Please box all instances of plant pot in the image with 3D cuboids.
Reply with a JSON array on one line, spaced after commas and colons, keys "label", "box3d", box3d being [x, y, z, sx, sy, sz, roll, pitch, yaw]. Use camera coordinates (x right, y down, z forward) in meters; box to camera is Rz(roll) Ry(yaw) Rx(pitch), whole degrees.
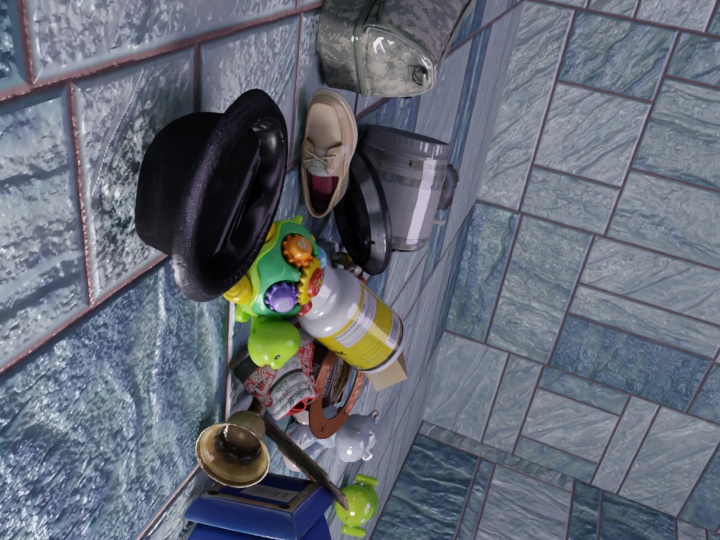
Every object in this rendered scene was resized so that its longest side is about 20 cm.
[{"label": "plant pot", "box3d": [-0.147, 0.404, 0.962, 0.200, 0.198, 0.182, 6, 90, -75]}]

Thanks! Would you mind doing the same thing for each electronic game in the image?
[{"label": "electronic game", "box3d": [0.001, -0.091, 1.026, 0.200, 0.041, 0.202, 166, -90, -73]}]

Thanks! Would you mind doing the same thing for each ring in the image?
[{"label": "ring", "box3d": [-0.039, 0.189, 1.130, 0.200, 0.019, 0.202, -44, 142, -48]}]

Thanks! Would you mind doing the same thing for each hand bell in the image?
[{"label": "hand bell", "box3d": [-0.157, 0.208, 0.968, 0.200, 0.103, 0.105, -70, 172, -66]}]

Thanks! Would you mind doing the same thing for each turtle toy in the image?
[{"label": "turtle toy", "box3d": [-0.106, 0.025, 0.859, 0.146, 0.100, 0.202, 29, 79, -75]}]

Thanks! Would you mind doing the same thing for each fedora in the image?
[{"label": "fedora", "box3d": [-0.145, -0.076, 0.613, 0.200, 0.091, 0.202, 18, 90, -76]}]

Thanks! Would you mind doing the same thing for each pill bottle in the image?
[{"label": "pill bottle", "box3d": [-0.025, 0.066, 0.998, 0.200, 0.111, 0.112, 43, 62, -40]}]

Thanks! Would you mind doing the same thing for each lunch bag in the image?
[{"label": "lunch bag", "box3d": [0.054, -0.336, 0.897, 0.140, 0.166, 0.201, 85, 26, -57]}]

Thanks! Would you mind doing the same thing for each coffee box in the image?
[{"label": "coffee box", "box3d": [-0.075, 0.184, 1.204, 0.200, 0.079, 0.114, 21, 87, -76]}]

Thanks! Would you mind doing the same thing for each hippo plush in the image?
[{"label": "hippo plush", "box3d": [-0.051, 0.336, 1.312, 0.200, 0.159, 0.161, 3, 104, -75]}]

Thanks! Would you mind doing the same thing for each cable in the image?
[{"label": "cable", "box3d": [0.000, 0.000, 1.159, 0.050, 0.098, 0.200, -34, -178, 18]}]

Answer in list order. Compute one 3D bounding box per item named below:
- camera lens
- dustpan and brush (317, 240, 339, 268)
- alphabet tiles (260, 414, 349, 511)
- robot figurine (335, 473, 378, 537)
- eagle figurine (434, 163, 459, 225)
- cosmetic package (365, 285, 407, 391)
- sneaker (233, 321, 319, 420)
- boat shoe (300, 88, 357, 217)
[{"label": "camera lens", "box3d": [0.063, -0.142, 1.175, 0.160, 0.159, 0.202, -32, 138, -68]}, {"label": "dustpan and brush", "box3d": [-0.085, 0.025, 1.059, 0.200, 0.057, 0.141, -29, 123, -78]}, {"label": "alphabet tiles", "box3d": [-0.094, 0.301, 1.045, 0.006, 0.200, 0.167, -44, 157, -21]}, {"label": "robot figurine", "box3d": [-0.011, 0.700, 1.982, 0.200, 0.115, 0.177, 48, 59, -73]}, {"label": "eagle figurine", "box3d": [0.111, -0.157, 1.327, 0.151, 0.150, 0.202, -87, -173, -69]}, {"label": "cosmetic package", "box3d": [0.015, 0.119, 1.249, 0.106, 0.071, 0.201, -100, 163, -55]}, {"label": "sneaker", "box3d": [-0.097, 0.147, 0.990, 0.067, 0.108, 0.201, -43, 175, 28]}, {"label": "boat shoe", "box3d": [-0.048, -0.154, 0.919, 0.201, 0.073, 0.070, 91, 16, -50]}]
